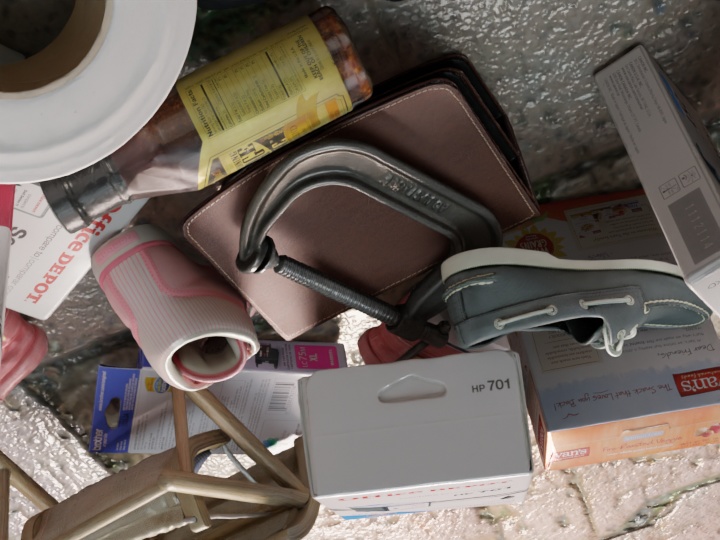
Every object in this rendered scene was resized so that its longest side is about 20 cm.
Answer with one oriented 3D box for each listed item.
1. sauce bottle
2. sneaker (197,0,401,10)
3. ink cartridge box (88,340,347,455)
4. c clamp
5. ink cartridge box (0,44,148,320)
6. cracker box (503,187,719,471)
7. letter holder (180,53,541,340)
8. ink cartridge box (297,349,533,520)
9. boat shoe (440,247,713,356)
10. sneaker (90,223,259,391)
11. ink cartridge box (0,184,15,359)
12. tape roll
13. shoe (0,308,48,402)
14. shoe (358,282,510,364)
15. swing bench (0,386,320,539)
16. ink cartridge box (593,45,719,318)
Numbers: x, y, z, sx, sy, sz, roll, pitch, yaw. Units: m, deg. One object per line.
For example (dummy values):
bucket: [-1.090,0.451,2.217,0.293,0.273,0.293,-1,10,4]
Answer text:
sauce bottle: [-0.092,-0.085,0.741,0.200,0.066,0.066,-27,136,0]
sneaker: [-0.003,-0.181,0.733,0.200,0.076,0.088,-19,143,8]
ink cartridge box: [-0.119,0.105,1.034,0.200,0.042,0.119,1,138,-16]
c clamp: [0.000,0.000,0.809,0.200,0.027,0.171,31,122,-34]
ink cartridge box: [-0.250,-0.067,0.791,0.200,0.083,0.147,23,128,-32]
cracker box: [0.175,0.038,0.905,0.134,0.200,0.058,-8,140,-2]
letter holder: [-0.008,-0.067,0.833,0.200,0.101,0.142,-27,133,17]
ink cartridge box: [0.043,0.122,0.887,0.146,0.086,0.200,-7,166,4]
boat shoe: [0.145,0.029,0.817,0.200,0.062,0.073,6,156,-23]
sneaker: [-0.107,0.040,0.872,0.075,0.105,0.200,-38,161,6]
ink cartridge box: [-0.269,0.034,0.685,0.145,0.200,0.083,8,135,-18]
tape roll: [-0.190,-0.150,0.665,0.202,0.071,0.203,-10,114,-23]
shoe: [-0.331,0.083,0.941,0.200,0.072,0.091,-34,127,17]
shoe: [0.096,0.075,1.020,0.200,0.072,0.091,27,131,-31]
swing bench: [-0.162,0.188,0.993,0.199,0.130,0.200,-30,137,21]
ink cartridge box: [0.241,-0.032,0.847,0.045,0.200,0.176,-33,134,21]
